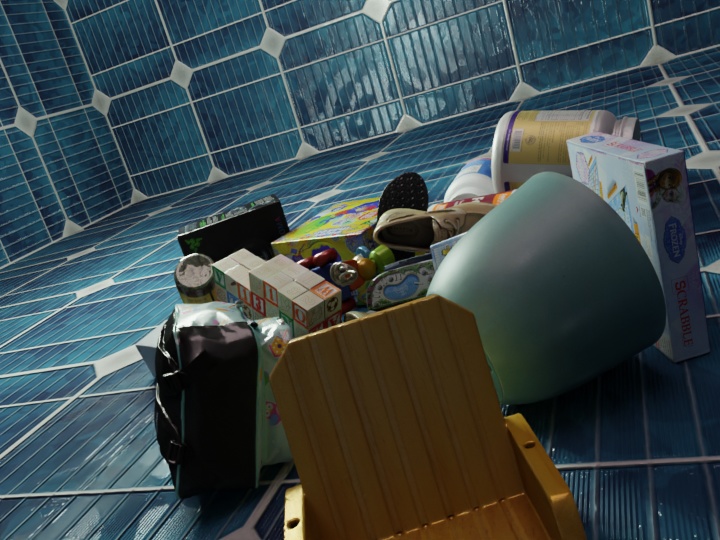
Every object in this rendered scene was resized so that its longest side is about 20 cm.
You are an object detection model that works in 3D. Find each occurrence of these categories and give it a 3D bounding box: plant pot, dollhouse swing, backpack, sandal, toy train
[{"bbox_3d":[0.161,0.033,0.681,0.160,0.202,0.200,-32,19,-10],"label":"plant pot"},{"bbox_3d":[0.033,0.139,0.490,0.197,0.178,0.182,-17,16,0],"label":"dollhouse swing"},{"bbox_3d":[-0.146,0.120,0.744,0.151,0.179,0.199,-6,10,-23],"label":"backpack"},{"bbox_3d":[0.055,-0.046,1.048,0.074,0.204,0.048,9,-5,-2],"label":"sandal"},{"bbox_3d":[0.000,0.000,0.935,0.115,0.086,0.199,-23,3,-26],"label":"toy train"}]

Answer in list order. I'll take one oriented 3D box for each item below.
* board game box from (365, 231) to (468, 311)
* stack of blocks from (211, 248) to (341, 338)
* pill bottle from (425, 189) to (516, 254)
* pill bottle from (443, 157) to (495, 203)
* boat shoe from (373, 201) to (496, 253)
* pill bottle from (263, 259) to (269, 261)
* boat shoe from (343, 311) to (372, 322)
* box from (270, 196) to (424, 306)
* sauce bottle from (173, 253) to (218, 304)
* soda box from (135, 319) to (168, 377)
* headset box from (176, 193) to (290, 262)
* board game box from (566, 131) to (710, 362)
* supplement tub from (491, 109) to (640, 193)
[{"bbox_3d":[0.109,0.005,0.897,0.197,0.063,0.200,-14,-10,13],"label":"board game box"},{"bbox_3d":[-0.113,0.043,0.925,0.199,0.117,0.058,29,43,36],"label":"stack of blocks"},{"bbox_3d":[0.202,-0.057,1.041,0.198,0.116,0.114,-8,19,31],"label":"pill bottle"},{"bbox_3d":[0.211,-0.127,1.261,0.111,0.114,0.200,-10,19,23],"label":"pill bottle"},{"bbox_3d":[0.117,-0.051,0.968,0.197,0.072,0.065,-3,18,15],"label":"boat shoe"},{"bbox_3d":[-0.138,0.040,1.091,0.110,0.112,0.199,-29,20,-33],"label":"pill bottle"},{"bbox_3d":[0.036,0.089,0.845,0.065,0.075,0.200,-7,11,-22],"label":"boat shoe"},{"bbox_3d":[-0.004,-0.034,1.171,0.198,0.124,0.192,-4,22,39],"label":"box"},{"bbox_3d":[-0.232,0.052,1.050,0.064,0.201,0.066,1,58,-2],"label":"sauce bottle"},{"bbox_3d":[-0.241,0.120,1.016,0.198,0.064,0.068,-1,31,45],"label":"soda box"},{"bbox_3d":[-0.213,-0.017,1.234,0.197,0.177,0.093,-19,16,-9],"label":"headset box"},{"bbox_3d":[0.287,-0.036,0.739,0.041,0.203,0.200,-15,17,0],"label":"board game box"},{"bbox_3d":[0.311,-0.168,1.058,0.197,0.148,0.145,6,26,27],"label":"supplement tub"}]
